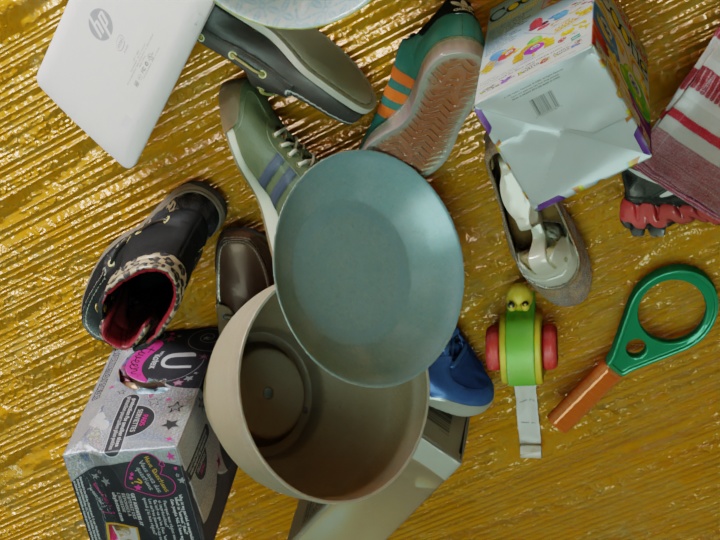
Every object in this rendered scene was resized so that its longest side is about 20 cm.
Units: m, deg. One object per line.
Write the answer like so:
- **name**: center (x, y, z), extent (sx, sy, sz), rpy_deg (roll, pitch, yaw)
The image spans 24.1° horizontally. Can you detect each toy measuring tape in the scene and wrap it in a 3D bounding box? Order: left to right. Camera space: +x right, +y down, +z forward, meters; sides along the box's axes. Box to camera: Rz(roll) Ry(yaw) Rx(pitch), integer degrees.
- **toy measuring tape**: center (0.152, 0.105, 1.562), extent (0.073, 0.074, 0.202), rpy_deg (0, 119, 10)

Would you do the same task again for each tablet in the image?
- **tablet**: center (-0.205, -0.200, 1.448), extent (0.130, 0.014, 0.201), rpy_deg (42, 125, 15)

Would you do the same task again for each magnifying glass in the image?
- **magnifying glass**: center (0.246, 0.074, 1.542), extent (0.079, 0.022, 0.200), rpy_deg (36, 109, -15)

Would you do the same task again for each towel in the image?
- **towel**: center (0.323, -0.132, 1.332), extent (0.144, 0.023, 0.201), rpy_deg (34, 91, 29)

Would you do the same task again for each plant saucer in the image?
- **plant saucer**: center (0.000, 0.000, 1.433), extent (0.201, 0.201, 0.039), rpy_deg (51, 148, -19)

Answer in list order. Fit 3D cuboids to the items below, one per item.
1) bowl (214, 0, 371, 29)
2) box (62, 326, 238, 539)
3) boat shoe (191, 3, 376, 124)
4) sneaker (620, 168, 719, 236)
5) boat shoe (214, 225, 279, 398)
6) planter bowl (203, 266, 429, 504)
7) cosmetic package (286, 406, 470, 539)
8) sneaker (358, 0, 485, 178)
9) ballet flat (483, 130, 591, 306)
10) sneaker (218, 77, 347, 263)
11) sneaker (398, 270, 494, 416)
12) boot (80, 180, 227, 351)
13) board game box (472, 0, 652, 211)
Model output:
- **bowl**: center (-0.050, -0.305, 1.342), extent (0.198, 0.108, 0.202), rpy_deg (5, 120, 8)
- **box**: center (-0.185, 0.160, 1.577), extent (0.114, 0.200, 0.133), rpy_deg (-5, 119, 11)
- **boat shoe**: center (-0.078, -0.187, 1.438), extent (0.201, 0.072, 0.061), rpy_deg (38, 120, -3)
- **sneaker**: center (0.295, -0.084, 1.391), extent (0.199, 0.071, 0.099), rpy_deg (-2, 108, 44)
- **boat shoe**: center (-0.099, 0.055, 1.576), extent (0.075, 0.072, 0.202), rpy_deg (-4, 119, 12)
- **planter bowl**: center (-0.057, 0.106, 1.482), extent (0.201, 0.201, 0.134), rpy_deg (50, 148, -18)
- **cosmetic package**: center (0.017, 0.199, 1.621), extent (0.071, 0.105, 0.200), rpy_deg (35, 121, -11)
- **sneaker**: center (0.054, -0.150, 1.442), extent (0.071, 0.080, 0.200), rpy_deg (15, 142, -19)
- **ballet flat**: center (0.151, -0.039, 1.481), extent (0.068, 0.067, 0.201), rpy_deg (-17, 115, 19)
- **sneaker**: center (-0.050, -0.081, 1.479), extent (0.089, 0.067, 0.202), rpy_deg (-10, 109, 26)
- **sneaker**: center (0.066, 0.043, 1.537), extent (0.200, 0.077, 0.111), rpy_deg (41, 128, -7)
- **boot**: center (-0.205, 0.020, 1.529), extent (0.073, 0.151, 0.200), rpy_deg (41, 118, -14)
- **board game box**: center (0.164, -0.152, 1.337), extent (0.104, 0.200, 0.103), rpy_deg (-25, 113, 21)
